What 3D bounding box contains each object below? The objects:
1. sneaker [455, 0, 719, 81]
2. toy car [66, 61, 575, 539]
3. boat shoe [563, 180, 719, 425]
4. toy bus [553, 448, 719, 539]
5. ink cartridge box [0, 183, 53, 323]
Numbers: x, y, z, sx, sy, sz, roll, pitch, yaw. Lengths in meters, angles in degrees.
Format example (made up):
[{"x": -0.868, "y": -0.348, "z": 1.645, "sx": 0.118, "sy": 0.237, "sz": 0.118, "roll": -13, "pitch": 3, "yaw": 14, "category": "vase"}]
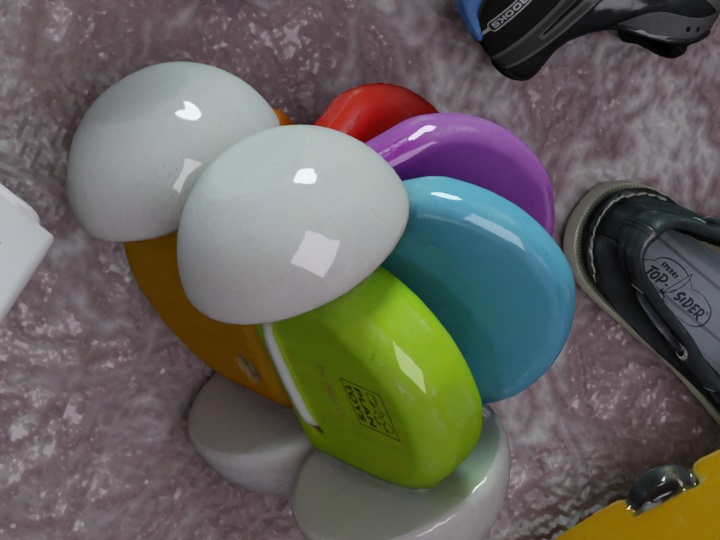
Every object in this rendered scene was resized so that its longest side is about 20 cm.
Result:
[{"x": 0.129, "y": -0.132, "z": 1.074, "sx": 0.199, "sy": 0.071, "sz": 0.083, "roll": -21, "pitch": 115, "yaw": -13, "category": "sneaker"}, {"x": 0.000, "y": 0.000, "z": 0.977, "sx": 0.150, "sy": 0.200, "sz": 0.176, "roll": -34, "pitch": 122, "yaw": -17, "category": "toy car"}, {"x": 0.175, "y": 0.032, "z": 1.097, "sx": 0.199, "sy": 0.066, "sz": 0.075, "roll": 41, "pitch": 82, "yaw": -17, "category": "boat shoe"}, {"x": 0.172, "y": 0.106, "z": 1.069, "sx": 0.199, "sy": 0.065, "sz": 0.078, "roll": -26, "pitch": 137, "yaw": 2, "category": "toy bus"}, {"x": -0.226, "y": 0.029, "z": 0.941, "sx": 0.145, "sy": 0.084, "sz": 0.201, "roll": 38, "pitch": 67, "yaw": -17, "category": "ink cartridge box"}]
